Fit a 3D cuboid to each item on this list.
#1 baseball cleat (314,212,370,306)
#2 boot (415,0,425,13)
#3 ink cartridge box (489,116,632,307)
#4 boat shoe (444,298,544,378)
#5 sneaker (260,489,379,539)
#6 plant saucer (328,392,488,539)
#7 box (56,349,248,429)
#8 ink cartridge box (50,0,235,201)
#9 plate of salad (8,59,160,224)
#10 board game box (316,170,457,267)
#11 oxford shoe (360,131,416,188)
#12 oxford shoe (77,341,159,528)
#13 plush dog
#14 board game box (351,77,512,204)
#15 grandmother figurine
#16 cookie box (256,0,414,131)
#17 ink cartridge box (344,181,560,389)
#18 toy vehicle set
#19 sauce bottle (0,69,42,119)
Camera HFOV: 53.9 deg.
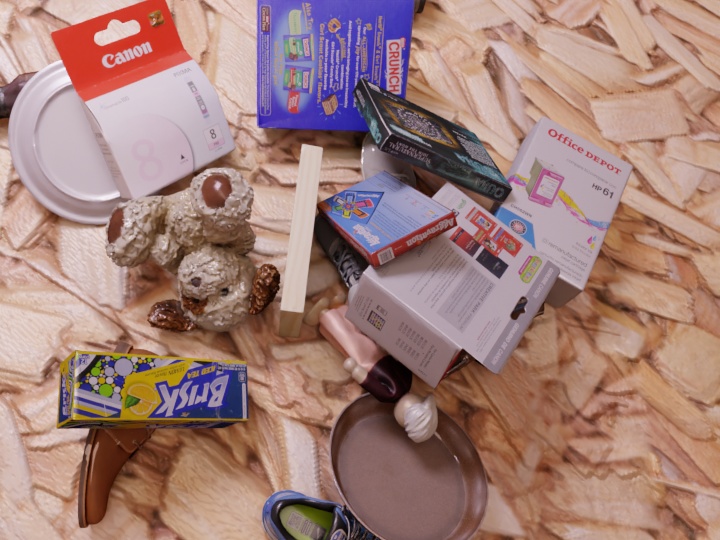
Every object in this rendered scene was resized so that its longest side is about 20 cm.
[{"bbox_3d":[0.000,0.000,0.866,0.199,0.071,0.106,41,34,16],"label":"baseball cleat"},{"bbox_3d":[0.007,-0.466,1.041,0.149,0.074,0.209,-10,74,-9],"label":"boot"},{"bbox_3d":[0.254,-0.080,0.944,0.142,0.085,0.203,28,69,2],"label":"ink cartridge box"},{"bbox_3d":[0.153,0.084,0.891,0.195,0.072,0.074,-19,93,-18],"label":"boat shoe"},{"bbox_3d":[-0.019,0.303,0.779,0.195,0.089,0.080,21,71,-1],"label":"sneaker"},{"bbox_3d":[0.052,0.229,0.805,0.195,0.032,0.203,16,42,-14],"label":"plant saucer"},{"bbox_3d":[-0.221,0.134,0.773,0.196,0.064,0.072,9,67,-37],"label":"box"},{"bbox_3d":[-0.255,-0.210,0.858,0.161,0.056,0.205,-35,121,-34],"label":"ink cartridge box"},{"bbox_3d":[-0.334,-0.162,0.889,0.194,0.048,0.207,-3,100,-18],"label":"plate of salad"},{"bbox_3d":[0.023,-0.065,0.812,0.101,0.200,0.020,-25,117,-10],"label":"board game box"},{"bbox_3d":[0.046,-0.100,0.936,0.073,0.058,0.206,-7,72,-8],"label":"oxford shoe"},{"bbox_3d":[-0.266,0.185,0.794,0.069,0.071,0.206,14,70,-8],"label":"oxford shoe"},{"bbox_3d":[-0.182,-0.013,0.851,0.195,0.160,0.177,-16,88,16],"label":"plush dog"},{"bbox_3d":[0.089,-0.161,0.886,0.196,0.028,0.137,18,33,-31],"label":"board game box"},{"bbox_3d":[0.021,0.117,0.842,0.120,0.061,0.201,-16,58,-49],"label":"grandmother figurine"},{"bbox_3d":[-0.037,-0.274,0.921,0.194,0.176,0.076,1,28,-7],"label":"cookie box"},{"bbox_3d":[0.109,0.024,0.803,0.174,0.085,0.200,37,49,10],"label":"ink cartridge box"},{"bbox_3d":[-0.073,-0.032,0.861,0.026,0.125,0.206,7,71,-5],"label":"toy vehicle set"},{"bbox_3d":[-0.396,-0.226,0.912,0.194,0.066,0.068,-14,74,-10],"label":"sauce bottle"}]
